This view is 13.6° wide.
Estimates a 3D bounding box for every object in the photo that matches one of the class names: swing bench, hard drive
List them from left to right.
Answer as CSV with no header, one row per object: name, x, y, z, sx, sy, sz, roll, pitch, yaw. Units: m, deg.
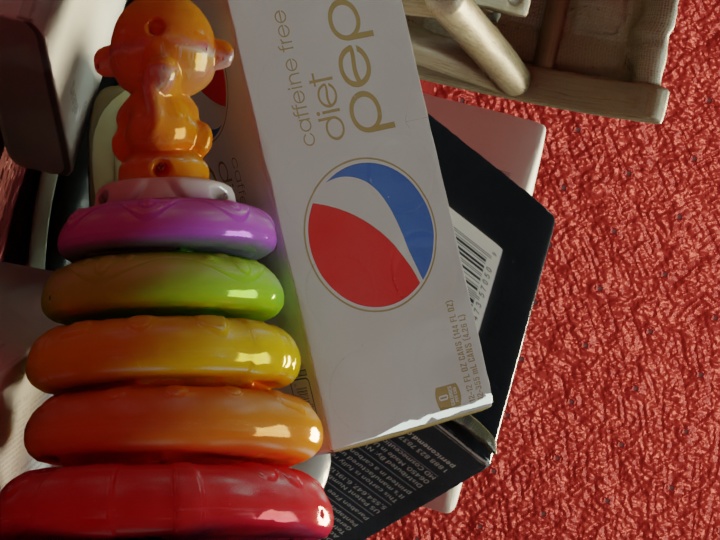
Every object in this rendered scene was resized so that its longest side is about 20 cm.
hard drive,-0.088,-0.149,1.049,0.132,0.026,0.201,91,13,-70
swing bench,0.045,-0.177,1.138,0.200,0.129,0.200,18,84,-61

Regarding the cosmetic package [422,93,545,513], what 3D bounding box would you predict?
cosmetic package,0.008,0.013,1.845,0.200,0.166,0.168,97,9,-52

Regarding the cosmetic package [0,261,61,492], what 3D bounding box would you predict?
cosmetic package,-0.135,0.086,1.021,0.200,0.051,0.152,-50,149,-80

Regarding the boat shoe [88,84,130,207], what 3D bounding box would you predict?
boat shoe,-0.058,0.031,1.066,0.073,0.063,0.202,59,27,-75

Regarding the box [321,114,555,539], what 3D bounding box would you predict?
box,-0.029,0.040,1.303,0.200,0.107,0.149,-35,-154,41

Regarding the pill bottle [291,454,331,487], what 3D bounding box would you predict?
pill bottle,-0.091,0.115,1.213,0.200,0.106,0.106,119,-8,-47

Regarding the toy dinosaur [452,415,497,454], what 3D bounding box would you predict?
toy dinosaur,0.000,0.000,1.142,0.200,0.047,0.088,45,28,-57

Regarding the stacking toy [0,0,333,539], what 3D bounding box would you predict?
stacking toy,-0.062,0.011,0.945,0.110,0.115,0.201,42,46,-78

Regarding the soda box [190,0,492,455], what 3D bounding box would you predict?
soda box,-0.019,-0.041,1.004,0.064,0.068,0.201,-11,-88,60

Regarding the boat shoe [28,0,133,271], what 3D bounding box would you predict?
boat shoe,-0.078,-0.059,1.191,0.200,0.066,0.075,-71,173,-50
